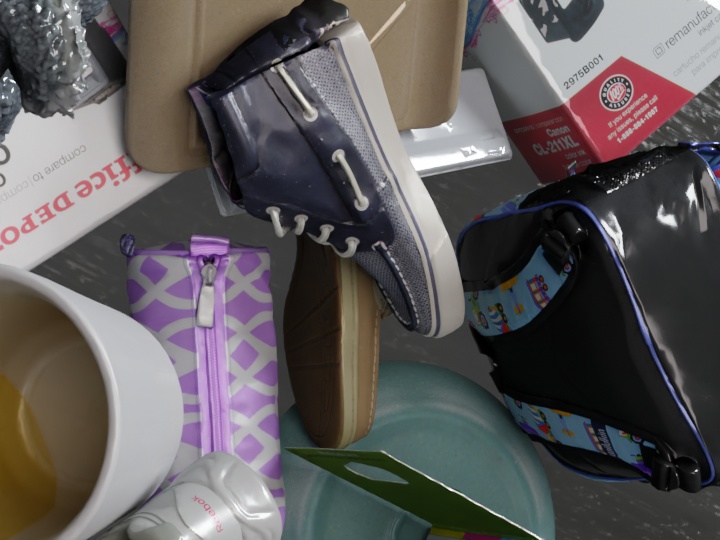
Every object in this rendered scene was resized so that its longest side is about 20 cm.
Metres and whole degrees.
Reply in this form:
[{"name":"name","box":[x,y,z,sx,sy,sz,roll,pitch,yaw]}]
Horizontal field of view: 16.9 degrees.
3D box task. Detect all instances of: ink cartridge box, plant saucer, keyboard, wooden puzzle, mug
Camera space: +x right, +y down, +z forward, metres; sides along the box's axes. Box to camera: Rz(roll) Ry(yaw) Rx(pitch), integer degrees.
[{"name":"ink cartridge box","box":[-0.199,-0.103,1.258,0.147,0.086,0.201,-34,99,-21]},{"name":"ink cartridge box","box":[0.051,0.170,1.275,0.199,0.148,0.076,30,77,-18]},{"name":"ink cartridge box","box":[0.116,-0.174,1.395,0.146,0.083,0.200,-40,102,-20]},{"name":"plant saucer","box":[0.029,0.151,1.366,0.199,0.036,0.201,1,86,-22]},{"name":"keyboard","box":[-0.001,-0.072,1.323,0.199,0.011,0.057,-13,74,-35]},{"name":"wooden puzzle","box":[-0.032,-0.152,1.257,0.199,0.037,0.186,-10,116,-32]},{"name":"mug","box":[-0.177,0.071,1.208,0.186,0.153,0.150,6,90,17]}]

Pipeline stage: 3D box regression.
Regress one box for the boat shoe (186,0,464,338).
[{"name":"boat shoe","box":[-0.020,-0.036,1.251,0.092,0.075,0.201,-30,113,-16]}]

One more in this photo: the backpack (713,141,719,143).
[{"name":"backpack","box":[0.271,-0.008,1.407,0.154,0.200,0.191,-28,85,-23]}]

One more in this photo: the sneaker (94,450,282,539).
[{"name":"sneaker","box":[-0.125,0.170,1.222,0.078,0.200,0.099,47,39,17]}]

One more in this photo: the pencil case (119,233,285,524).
[{"name":"pencil case","box":[-0.080,0.077,1.297,0.084,0.085,0.201,-5,90,-20]}]

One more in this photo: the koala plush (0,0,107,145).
[{"name":"koala plush","box":[-0.202,-0.114,1.104,0.177,0.200,0.185,24,80,-18]}]

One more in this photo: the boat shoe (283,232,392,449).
[{"name":"boat shoe","box":[0.000,0.000,1.339,0.064,0.071,0.201,5,80,-28]}]

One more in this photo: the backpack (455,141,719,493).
[{"name":"backpack","box":[0.146,0.026,1.333,0.134,0.200,0.183,-29,97,-22]}]
